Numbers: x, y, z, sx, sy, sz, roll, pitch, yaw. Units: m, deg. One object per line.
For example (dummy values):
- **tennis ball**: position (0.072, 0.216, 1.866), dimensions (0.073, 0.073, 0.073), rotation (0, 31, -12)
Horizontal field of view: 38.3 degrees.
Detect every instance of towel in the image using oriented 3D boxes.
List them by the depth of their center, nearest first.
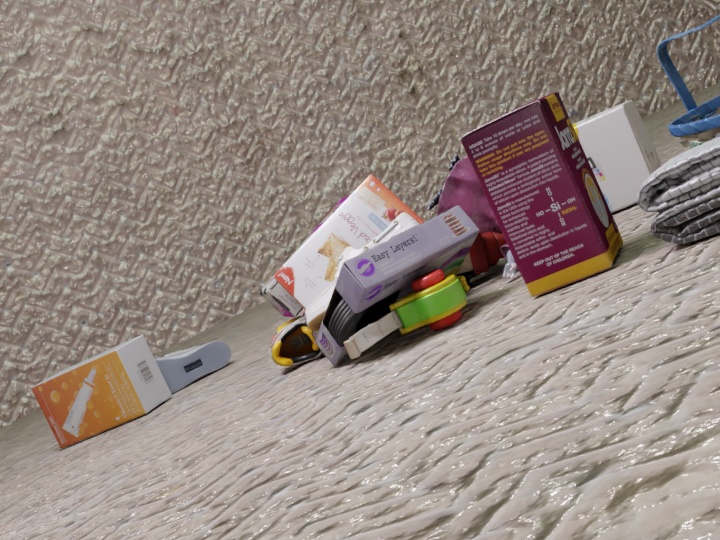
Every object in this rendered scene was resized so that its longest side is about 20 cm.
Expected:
- **towel**: position (0.402, -0.103, 1.069), dimensions (0.199, 0.086, 0.165), rotation (-24, 2, 35)

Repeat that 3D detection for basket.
- **basket**: position (0.452, -0.209, 1.242), dimensions (0.139, 0.201, 0.176), rotation (-26, 3, -18)

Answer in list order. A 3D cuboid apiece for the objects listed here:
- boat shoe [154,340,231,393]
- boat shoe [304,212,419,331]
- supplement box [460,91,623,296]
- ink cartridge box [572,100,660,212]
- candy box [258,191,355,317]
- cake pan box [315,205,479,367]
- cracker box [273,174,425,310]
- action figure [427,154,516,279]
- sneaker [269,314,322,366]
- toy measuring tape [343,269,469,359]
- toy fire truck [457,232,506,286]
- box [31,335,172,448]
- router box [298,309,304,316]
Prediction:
- **boat shoe**: position (-0.347, 0.183, 1.950), dimensions (0.201, 0.075, 0.086), rotation (-24, 4, -24)
- **boat shoe**: position (0.000, 0.000, 1.364), dimensions (0.200, 0.069, 0.071), rotation (-38, -21, -6)
- **supplement box**: position (0.211, -0.090, 1.185), dimensions (0.103, 0.201, 0.131), rotation (-23, 5, 24)
- **ink cartridge box**: position (0.353, -0.158, 1.613), dimensions (0.199, 0.145, 0.147), rotation (-22, 4, 24)
- **candy box**: position (-0.062, -0.022, 1.562), dimensions (0.200, 0.061, 0.136), rotation (-48, 7, -8)
- **cake pan box**: position (0.041, 0.022, 1.308), dimensions (0.199, 0.052, 0.185), rotation (-26, -26, -31)
- **cracker box**: position (-0.003, -0.014, 1.431), dimensions (0.200, 0.134, 0.058), rotation (-47, -19, -2)
- **action figure**: position (0.197, -0.071, 1.421), dimensions (0.149, 0.199, 0.134), rotation (-24, -42, -76)
- **sneaker**: position (-0.043, 0.082, 1.485), dimensions (0.200, 0.078, 0.082), rotation (-34, 6, 10)
- **toy measuring tape**: position (0.067, 0.049, 1.221), dimensions (0.200, 0.074, 0.073), rotation (-28, 5, -41)
- **toy fire truck**: position (0.190, -0.054, 1.551), dimensions (0.199, 0.129, 0.176), rotation (-13, 2, -6)
- **box**: position (-0.459, 0.215, 1.839), dimensions (0.199, 0.125, 0.097), rotation (-24, 4, 22)
- **router box**: position (-0.010, 0.039, 1.850), dimensions (0.149, 0.062, 0.200), rotation (-22, 5, 22)
